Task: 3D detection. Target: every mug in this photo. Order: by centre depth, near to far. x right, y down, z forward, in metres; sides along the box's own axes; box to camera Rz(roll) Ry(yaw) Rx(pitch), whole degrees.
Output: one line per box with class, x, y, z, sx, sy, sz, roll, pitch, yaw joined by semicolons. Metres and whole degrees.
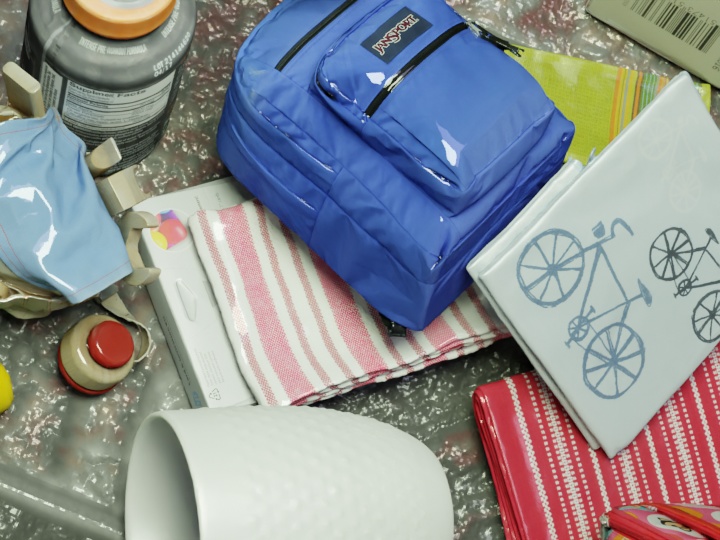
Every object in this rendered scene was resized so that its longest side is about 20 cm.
mug;-0.040;0.181;1.328;0.174;0.148;0.201;-2;99;-24

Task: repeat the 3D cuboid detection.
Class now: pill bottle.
pill bottle;-0.161;-0.145;1.376;0.106;0.200;0.107;4;68;-11

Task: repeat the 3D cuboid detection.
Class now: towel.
towel;0.000;0.000;1.416;0.199;0.030;0.147;-18;73;-21
towel;0.179;0.124;1.452;0.199;0.022;0.145;-14;84;-20
towel;0.156;-0.115;1.557;0.199;0.018;0.087;11;66;-11

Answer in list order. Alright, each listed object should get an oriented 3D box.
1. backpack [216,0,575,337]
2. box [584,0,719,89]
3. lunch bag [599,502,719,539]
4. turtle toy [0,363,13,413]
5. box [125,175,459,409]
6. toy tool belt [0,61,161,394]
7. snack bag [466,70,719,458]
backpack;0.018;-0.099;1.362;0.200;0.168;0.162;39;56;15
box;0.269;-0.257;1.588;0.127;0.109;0.201;30;61;0
lunch bag;0.239;0.203;1.340;0.175;0.200;0.082;7;98;-32
turtle toy;-0.281;0.069;1.314;0.145;0.101;0.201;-23;76;-22
box;-0.038;0.004;1.442;0.199;0.041;0.157;-16;73;-22
toy tool belt;-0.186;-0.024;1.343;0.125;0.123;0.201;-35;94;-40
snack bag;0.181;-0.007;1.399;0.200;0.021;0.189;-45;123;-10
